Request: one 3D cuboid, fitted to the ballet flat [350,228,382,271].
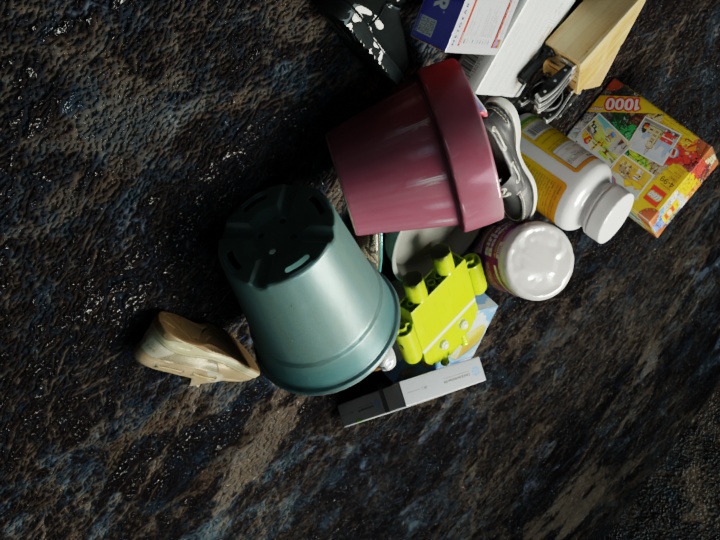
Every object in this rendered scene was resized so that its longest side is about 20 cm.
[{"bbox_3d":[0.000,0.000,1.624,0.074,0.069,0.201,-15,145,-4],"label":"ballet flat"}]

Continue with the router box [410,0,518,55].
[{"bbox_3d":[0.145,-0.350,1.350,0.179,0.048,0.203,-18,132,-64],"label":"router box"}]

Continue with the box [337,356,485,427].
[{"bbox_3d":[0.076,0.189,1.825,0.154,0.042,0.199,-14,173,-33],"label":"box"}]

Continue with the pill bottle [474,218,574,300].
[{"bbox_3d":[0.235,-0.021,1.766,0.112,0.112,0.200,-45,-169,-5],"label":"pill bottle"}]

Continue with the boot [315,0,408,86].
[{"bbox_3d":[0.040,-0.313,1.312,0.164,0.073,0.198,-54,152,-2],"label":"boot"}]

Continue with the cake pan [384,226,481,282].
[{"bbox_3d":[0.109,-0.072,1.698,0.199,0.037,0.202,-33,147,-25],"label":"cake pan"}]

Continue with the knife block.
[{"bbox_3d":[0.294,-0.304,1.619,0.175,0.064,0.202,-21,142,-56],"label":"knife block"}]

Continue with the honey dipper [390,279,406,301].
[{"bbox_3d":[0.110,0.026,1.817,0.199,0.038,0.038,-7,131,-54],"label":"honey dipper"}]

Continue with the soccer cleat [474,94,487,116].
[{"bbox_3d":[0.093,-0.149,1.551,0.066,0.076,0.202,2,123,-53],"label":"soccer cleat"}]

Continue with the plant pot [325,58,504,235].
[{"bbox_3d":[0.059,-0.130,1.412,0.176,0.202,0.201,-17,146,1],"label":"plant pot"}]

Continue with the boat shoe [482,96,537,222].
[{"bbox_3d":[0.195,-0.140,1.633,0.060,0.073,0.202,-46,139,-32],"label":"boat shoe"}]

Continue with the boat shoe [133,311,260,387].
[{"bbox_3d":[-0.203,0.107,1.475,0.065,0.072,0.199,-47,142,11],"label":"boat shoe"}]

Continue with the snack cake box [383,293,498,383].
[{"bbox_3d":[0.117,0.095,1.868,0.198,0.067,0.116,-11,135,-46],"label":"snack cake box"}]

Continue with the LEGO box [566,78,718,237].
[{"bbox_3d":[0.425,-0.175,1.829,0.150,0.200,0.077,-50,150,3],"label":"LEGO box"}]

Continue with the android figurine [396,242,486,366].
[{"bbox_3d":[0.118,0.059,1.743,0.182,0.041,0.202,-43,138,-23],"label":"android figurine"}]

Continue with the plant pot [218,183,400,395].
[{"bbox_3d":[-0.071,0.014,1.430,0.200,0.200,0.197,-41,141,-11],"label":"plant pot"}]

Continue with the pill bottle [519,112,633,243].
[{"bbox_3d":[0.288,-0.128,1.694,0.111,0.199,0.112,-39,152,-25],"label":"pill bottle"}]

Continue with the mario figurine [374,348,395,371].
[{"bbox_3d":[-0.022,0.088,1.620,0.121,0.108,0.201,-13,153,5],"label":"mario figurine"}]

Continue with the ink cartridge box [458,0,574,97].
[{"bbox_3d":[0.206,-0.312,1.565,0.164,0.050,0.199,-60,165,18],"label":"ink cartridge box"}]
